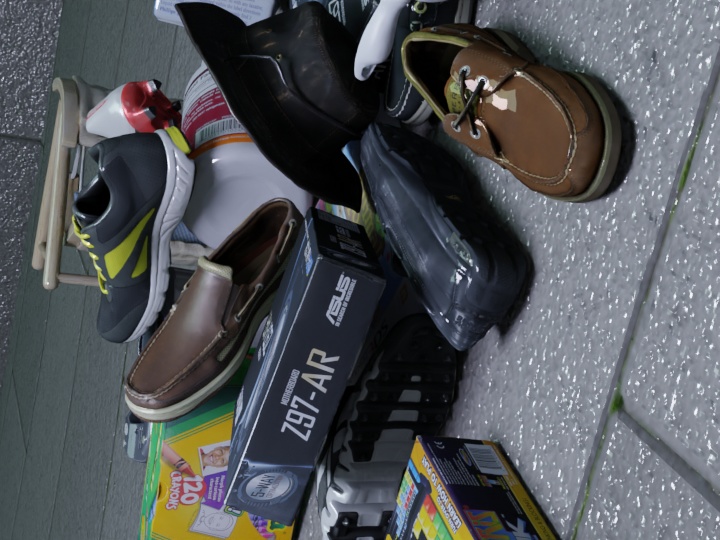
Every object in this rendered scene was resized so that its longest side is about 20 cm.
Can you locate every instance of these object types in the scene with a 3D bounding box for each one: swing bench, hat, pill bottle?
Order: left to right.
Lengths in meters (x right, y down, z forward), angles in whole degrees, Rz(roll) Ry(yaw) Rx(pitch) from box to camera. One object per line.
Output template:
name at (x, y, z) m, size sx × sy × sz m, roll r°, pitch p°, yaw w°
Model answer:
swing bench at (-0.211, -0.080, 1.312) m, size 0.130 × 0.198 × 0.201 m, roll -153°, pitch 71°, yaw -67°
pill bottle at (-0.099, -0.116, 1.140) m, size 0.201 × 0.112 × 0.113 m, roll -94°, pitch 22°, yaw -48°
hat at (-0.040, -0.139, 0.926) m, size 0.081 × 0.200 × 0.201 m, roll -40°, pitch 37°, yaw 16°

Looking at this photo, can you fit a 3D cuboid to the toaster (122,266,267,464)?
toaster at (-0.131, 0.078, 1.154) m, size 0.114 × 0.129 × 0.201 m, roll 156°, pitch 118°, yaw -65°

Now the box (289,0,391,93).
box at (-0.008, -0.224, 1.047) m, size 0.160 × 0.043 × 0.201 m, roll 123°, pitch 147°, yaw -51°

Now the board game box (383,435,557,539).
board game box at (0.062, 0.214, 0.719) m, size 0.200 × 0.056 × 0.166 m, roll -122°, pitch 45°, yaw -59°

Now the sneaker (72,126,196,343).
sneaker at (-0.196, -0.029, 1.061) m, size 0.075 × 0.084 × 0.201 m, roll 53°, pitch 133°, yaw 47°

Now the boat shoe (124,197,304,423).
boat shoe at (-0.109, 0.021, 0.977) m, size 0.074 × 0.202 × 0.075 m, roll 17°, pitch 141°, yaw 31°

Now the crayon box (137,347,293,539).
crayon box at (-0.109, 0.158, 1.061) m, size 0.058 × 0.118 × 0.201 m, roll -117°, pitch 33°, yaw -56°

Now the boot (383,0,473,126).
boot at (-0.001, -0.205, 0.871) m, size 0.073 × 0.153 × 0.205 m, roll -130°, pitch 50°, yaw -63°

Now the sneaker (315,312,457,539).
sneaker at (0.006, 0.102, 0.880) m, size 0.091 × 0.066 × 0.201 m, roll -119°, pitch 38°, yaw -53°

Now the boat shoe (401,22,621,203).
boat shoe at (0.077, -0.091, 0.753) m, size 0.200 × 0.068 × 0.072 m, roll -129°, pitch 50°, yaw -62°

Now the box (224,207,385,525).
box at (-0.038, 0.053, 0.861) m, size 0.200 × 0.043 × 0.161 m, roll -106°, pitch 37°, yaw -78°

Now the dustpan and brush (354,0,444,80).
dustpan and brush at (0.037, -0.189, 0.798) m, size 0.057 × 0.139 × 0.201 m, roll 47°, pitch 136°, yaw 34°

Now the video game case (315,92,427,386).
video game case at (0.000, 0.000, 0.989) m, size 0.182 × 0.022 × 0.201 m, roll 119°, pitch 150°, yaw -44°

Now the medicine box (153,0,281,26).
medicine box at (-0.106, -0.325, 1.183) m, size 0.182 × 0.102 × 0.201 m, roll -88°, pitch 12°, yaw -70°

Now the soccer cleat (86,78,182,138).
soccer cleat at (-0.169, -0.099, 1.231) m, size 0.085 × 0.200 × 0.069 m, roll -19°, pitch 47°, yaw 31°

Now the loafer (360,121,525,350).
loafer at (0.039, -0.028, 0.832) m, size 0.071 × 0.068 × 0.201 m, roll -63°, pitch 31°, yaw 25°
